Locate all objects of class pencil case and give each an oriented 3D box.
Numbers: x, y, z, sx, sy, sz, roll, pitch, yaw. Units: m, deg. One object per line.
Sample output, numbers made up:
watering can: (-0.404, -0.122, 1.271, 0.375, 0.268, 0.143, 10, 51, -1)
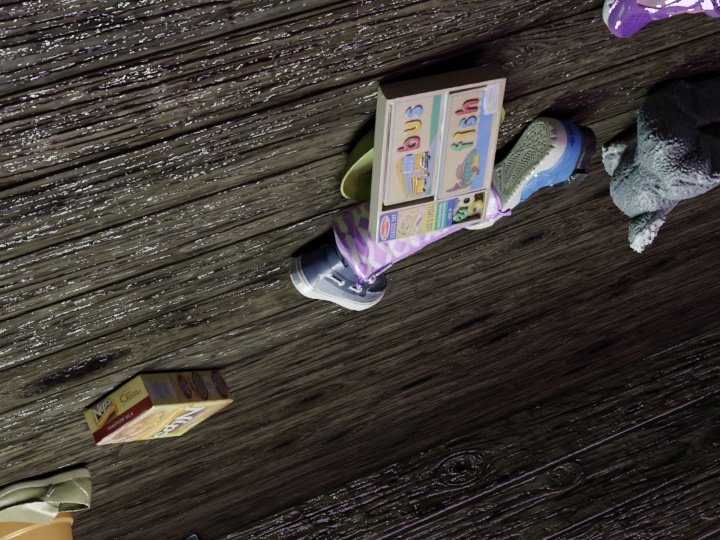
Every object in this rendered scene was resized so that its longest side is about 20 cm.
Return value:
pencil case: (0.063, -0.058, 1.674, 0.199, 0.086, 0.084, -28, 164, 2)

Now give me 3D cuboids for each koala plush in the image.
koala plush: (0.397, -0.136, 1.942, 0.182, 0.179, 0.200, -1, 154, -33)

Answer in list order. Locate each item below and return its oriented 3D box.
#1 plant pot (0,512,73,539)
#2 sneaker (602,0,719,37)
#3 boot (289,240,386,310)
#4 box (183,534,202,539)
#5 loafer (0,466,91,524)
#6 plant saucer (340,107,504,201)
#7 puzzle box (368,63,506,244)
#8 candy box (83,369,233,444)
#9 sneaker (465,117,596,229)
plant pot: (-0.557, 0.479, 2.461, 0.198, 0.141, 0.200, -23, 165, -6)
sneaker: (0.332, -0.284, 1.476, 0.199, 0.089, 0.080, -34, 164, 31)
boot: (0.000, 0.000, 1.898, 0.090, 0.073, 0.199, -27, 165, 27)
box: (-0.423, 0.746, 3.428, 0.195, 0.202, 0.118, -24, 164, -3)
loafer: (-0.499, 0.360, 2.293, 0.198, 0.068, 0.076, -16, 162, -32)
plant saucer: (0.063, -0.141, 1.622, 0.198, 0.031, 0.200, -24, 164, -7)
puzzle box: (0.077, -0.119, 1.546, 0.132, 0.026, 0.201, -12, 137, -15)
candy box: (-0.285, 0.193, 2.113, 0.115, 0.056, 0.199, -33, 163, 24)
sneaker: (0.212, -0.115, 1.852, 0.110, 0.077, 0.200, 2, 143, -41)
